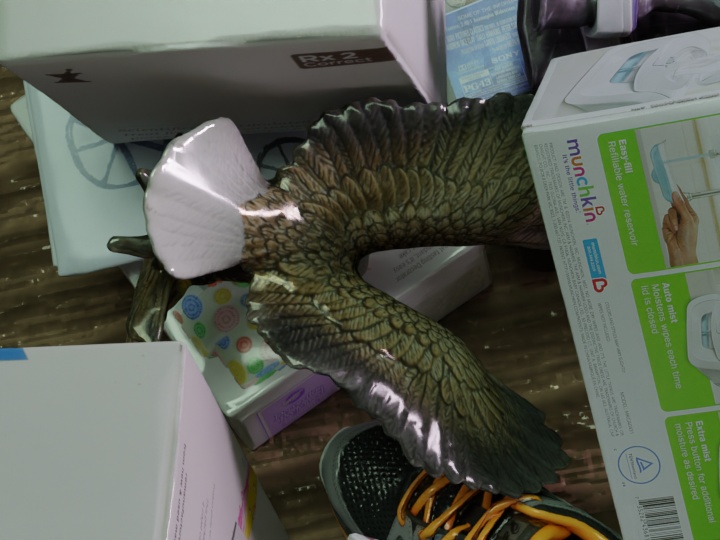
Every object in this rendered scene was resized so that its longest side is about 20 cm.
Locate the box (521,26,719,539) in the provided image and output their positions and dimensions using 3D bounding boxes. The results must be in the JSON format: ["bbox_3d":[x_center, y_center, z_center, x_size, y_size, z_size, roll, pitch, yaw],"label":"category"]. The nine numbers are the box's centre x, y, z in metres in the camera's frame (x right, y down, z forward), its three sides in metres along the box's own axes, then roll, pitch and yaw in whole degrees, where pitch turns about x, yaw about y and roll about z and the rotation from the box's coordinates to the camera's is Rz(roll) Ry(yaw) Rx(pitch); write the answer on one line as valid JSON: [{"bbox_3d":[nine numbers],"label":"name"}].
[{"bbox_3d":[0.177,0.003,1.075,0.176,0.200,0.097,-11,21,16],"label":"box"}]

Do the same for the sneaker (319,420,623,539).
[{"bbox_3d":[0.063,0.118,1.146,0.200,0.077,0.078,29,74,27],"label":"sneaker"}]

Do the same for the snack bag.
[{"bbox_3d":[-0.061,-0.105,1.226,0.199,0.021,0.189,-12,77,1],"label":"snack bag"}]

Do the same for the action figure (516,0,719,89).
[{"bbox_3d":[0.171,-0.115,1.132,0.199,0.130,0.070,2,81,-5],"label":"action figure"}]

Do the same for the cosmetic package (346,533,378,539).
[{"bbox_3d":[0.005,0.219,1.067,0.107,0.090,0.200,31,89,27],"label":"cosmetic package"}]

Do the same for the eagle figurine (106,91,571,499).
[{"bbox_3d":[0.002,-0.003,1.128,0.199,0.152,0.151,11,35,12],"label":"eagle figurine"}]

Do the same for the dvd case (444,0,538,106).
[{"bbox_3d":[0.076,-0.180,1.216,0.142,0.018,0.200,-18,80,-3],"label":"dvd case"}]

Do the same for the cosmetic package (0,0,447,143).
[{"bbox_3d":[-0.056,-0.170,1.132,0.164,0.165,0.201,-3,81,11],"label":"cosmetic package"}]

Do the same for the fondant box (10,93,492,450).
[{"bbox_3d":[-0.053,-0.037,1.254,0.144,0.058,0.200,-34,67,-6],"label":"fondant box"}]

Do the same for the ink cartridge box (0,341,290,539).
[{"bbox_3d":[-0.122,0.140,1.106,0.147,0.200,0.145,-3,59,12],"label":"ink cartridge box"}]

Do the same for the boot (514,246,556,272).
[{"bbox_3d":[0.149,-0.080,1.241,0.200,0.074,0.076,-27,50,1],"label":"boot"}]
